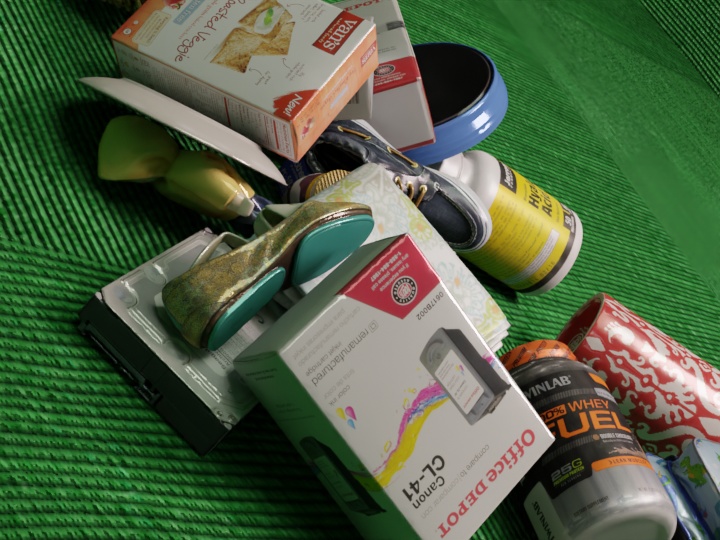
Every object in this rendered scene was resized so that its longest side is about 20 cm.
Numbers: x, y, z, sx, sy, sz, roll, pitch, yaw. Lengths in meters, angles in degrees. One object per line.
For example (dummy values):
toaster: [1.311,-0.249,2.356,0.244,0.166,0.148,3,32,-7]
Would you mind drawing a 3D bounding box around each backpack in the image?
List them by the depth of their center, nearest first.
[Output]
backpack: [0.332,0.259,1.347,0.199,0.147,0.184,22,34,-46]

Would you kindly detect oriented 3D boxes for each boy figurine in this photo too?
boy figurine: [-0.127,-0.062,1.225,0.199,0.065,0.124,29,-7,-26]

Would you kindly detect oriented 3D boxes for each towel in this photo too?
towel: [0.015,0.021,1.202,0.200,0.048,0.171,51,45,5]

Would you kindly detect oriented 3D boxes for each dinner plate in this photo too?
dinner plate: [-0.148,-0.125,1.251,0.199,0.024,0.200,27,0,0]

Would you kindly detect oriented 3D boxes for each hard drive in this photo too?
hard drive: [-0.117,0.047,1.117,0.140,0.038,0.200,45,25,3]

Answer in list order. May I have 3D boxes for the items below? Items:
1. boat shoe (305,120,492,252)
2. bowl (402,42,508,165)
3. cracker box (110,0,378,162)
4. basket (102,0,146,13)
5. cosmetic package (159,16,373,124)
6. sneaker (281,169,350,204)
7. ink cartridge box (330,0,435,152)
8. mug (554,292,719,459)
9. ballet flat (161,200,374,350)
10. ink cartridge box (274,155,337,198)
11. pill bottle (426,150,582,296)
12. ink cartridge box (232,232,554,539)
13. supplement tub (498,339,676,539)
boat shoe: [0.034,-0.072,1.402,0.200,0.071,0.091,34,23,-2]
bowl: [0.058,-0.183,1.585,0.201,0.199,0.040,-99,173,-54]
cracker box: [-0.101,-0.195,1.298,0.199,0.058,0.134,27,60,20]
basket: [-0.196,-0.339,1.441,0.148,0.144,0.200,22,23,7]
cosmetic package: [-0.086,-0.193,1.396,0.198,0.052,0.151,-1,32,3]
sneaker: [0.000,0.000,1.334,0.075,0.090,0.201,-33,104,-28]
ink cartridge box: [-0.012,-0.199,1.529,0.201,0.143,0.084,-101,175,-52]
mug: [0.293,0.133,1.561,0.200,0.178,0.134,37,61,-6]
ballet flat: [-0.070,-0.013,1.099,0.071,0.071,0.200,47,51,8]
ink cartridge box: [0.011,-0.045,1.456,0.199,0.044,0.094,22,30,-39]
pill bottle: [0.139,-0.062,1.605,0.199,0.111,0.112,30,27,-28]
ink cartridge box: [0.027,0.096,1.075,0.148,0.085,0.200,-43,101,-27]
supplement tub: [0.184,0.166,1.292,0.122,0.123,0.201,21,32,-41]
